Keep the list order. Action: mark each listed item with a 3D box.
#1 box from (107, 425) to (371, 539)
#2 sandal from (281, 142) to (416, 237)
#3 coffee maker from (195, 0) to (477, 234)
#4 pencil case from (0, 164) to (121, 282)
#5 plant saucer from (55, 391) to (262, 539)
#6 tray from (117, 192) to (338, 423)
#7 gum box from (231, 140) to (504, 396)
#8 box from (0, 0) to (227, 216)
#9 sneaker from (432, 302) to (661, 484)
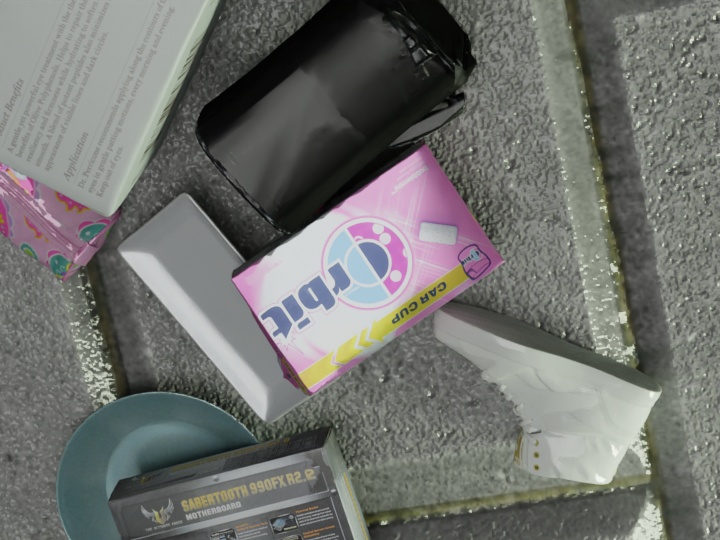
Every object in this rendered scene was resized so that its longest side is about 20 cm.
[{"bbox_3d":[-0.096,0.233,1.761,0.198,0.048,0.159,-16,105,12],"label":"box"},{"bbox_3d":[-0.018,-0.025,1.706,0.075,0.045,0.200,36,109,-7],"label":"sandal"},{"bbox_3d":[-0.026,-0.138,1.592,0.200,0.192,0.135,-41,79,16],"label":"coffee maker"},{"bbox_3d":[-0.292,-0.081,1.706,0.200,0.088,0.087,41,109,-8],"label":"pencil case"},{"bbox_3d":[-0.164,0.192,1.803,0.199,0.039,0.203,2,109,7],"label":"plant saucer"},{"bbox_3d":[-0.107,0.030,1.733,0.200,0.022,0.107,50,130,-7],"label":"tray"},{"bbox_3d":[0.000,0.000,1.657,0.199,0.066,0.114,-34,96,2],"label":"gum box"},{"bbox_3d":[-0.209,-0.188,1.597,0.170,0.200,0.200,26,111,-3],"label":"box"},{"bbox_3d":[0.135,0.109,1.716,0.199,0.074,0.116,23,107,-2],"label":"sneaker"}]
